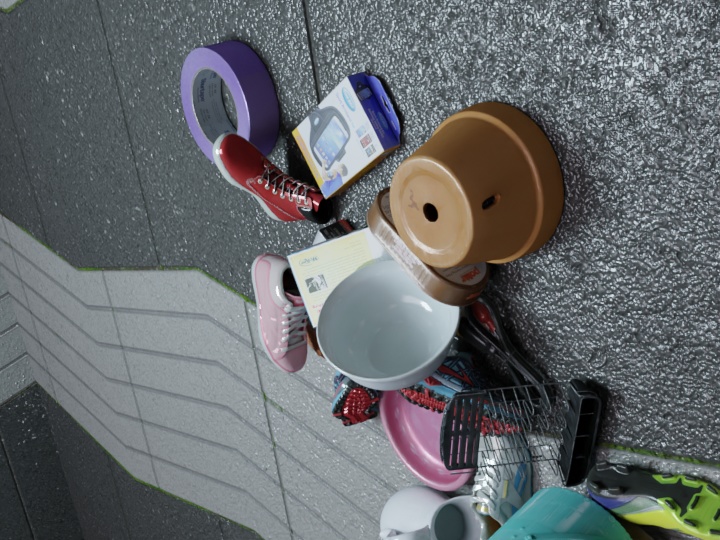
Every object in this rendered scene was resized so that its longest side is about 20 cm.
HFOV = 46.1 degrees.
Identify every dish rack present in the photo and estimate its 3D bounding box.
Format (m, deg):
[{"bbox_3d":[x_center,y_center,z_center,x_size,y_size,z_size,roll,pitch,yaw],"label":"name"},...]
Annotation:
[{"bbox_3d":[0.202,0.213,1.095,0.055,0.196,0.156,-105,13,-59],"label":"dish rack"}]

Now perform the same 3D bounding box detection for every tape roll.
[{"bbox_3d":[-0.222,-0.279,1.427,0.199,0.065,0.203,26,128,40],"label":"tape roll"}]

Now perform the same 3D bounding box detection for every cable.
[{"bbox_3d":[0.198,0.099,1.157,0.199,0.050,0.098,39,135,14],"label":"cable"}]

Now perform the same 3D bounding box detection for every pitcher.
[{"bbox_3d":[0.089,0.405,1.330,0.200,0.169,0.124,-29,67,61],"label":"pitcher"}]

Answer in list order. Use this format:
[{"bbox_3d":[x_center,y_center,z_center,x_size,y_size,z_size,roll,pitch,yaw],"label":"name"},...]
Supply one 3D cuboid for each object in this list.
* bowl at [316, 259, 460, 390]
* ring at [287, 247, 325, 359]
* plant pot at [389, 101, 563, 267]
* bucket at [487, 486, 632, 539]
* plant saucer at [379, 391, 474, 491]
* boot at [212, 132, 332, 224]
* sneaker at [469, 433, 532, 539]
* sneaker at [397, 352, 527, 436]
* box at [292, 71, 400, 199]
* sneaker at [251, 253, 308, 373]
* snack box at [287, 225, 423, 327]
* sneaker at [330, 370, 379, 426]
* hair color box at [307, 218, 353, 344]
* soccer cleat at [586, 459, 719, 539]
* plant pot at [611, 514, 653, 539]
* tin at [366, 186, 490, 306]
[{"bbox_3d":[0.045,0.090,1.164,0.200,0.201,0.091,31,155,36],"label":"bowl"},{"bbox_3d":[-0.064,0.061,1.361,0.199,0.019,0.203,28,132,37],"label":"ring"},{"bbox_3d":[0.130,-0.090,1.041,0.199,0.139,0.203,27,130,38],"label":"plant pot"},{"bbox_3d":[0.254,0.391,1.080,0.206,0.134,0.210,32,141,31],"label":"bucket"},{"bbox_3d":[0.112,0.241,1.317,0.199,0.050,0.204,30,132,40],"label":"plant saucer"},{"bbox_3d":[-0.131,-0.144,1.331,0.143,0.073,0.200,11,156,46],"label":"boot"},{"bbox_3d":[0.199,0.310,1.226,0.076,0.080,0.204,5,112,50],"label":"sneaker"},{"bbox_3d":[0.148,0.158,1.187,0.197,0.096,0.080,22,154,20],"label":"sneaker"},{"bbox_3d":[-0.019,-0.200,1.244,0.199,0.041,0.120,-33,83,55],"label":"box"},{"bbox_3d":[-0.113,0.074,1.348,0.104,0.075,0.204,5,111,53],"label":"sneaker"},{"bbox_3d":[0.000,0.000,1.251,0.197,0.037,0.118,-18,97,19],"label":"snack box"},{"bbox_3d":[-0.021,0.193,1.390,0.201,0.078,0.097,90,161,-68],"label":"sneaker"},{"bbox_3d":[-0.047,0.023,1.384,0.102,0.061,0.201,50,142,19],"label":"hair color box"},{"bbox_3d":[0.373,0.287,1.034,0.198,0.065,0.084,10,147,43],"label":"soccer cleat"},{"bbox_3d":[0.340,0.405,1.130,0.199,0.027,0.202,34,141,33],"label":"plant pot"},{"bbox_3d":[0.091,-0.037,1.139,0.200,0.111,0.042,48,140,20],"label":"tin"}]
